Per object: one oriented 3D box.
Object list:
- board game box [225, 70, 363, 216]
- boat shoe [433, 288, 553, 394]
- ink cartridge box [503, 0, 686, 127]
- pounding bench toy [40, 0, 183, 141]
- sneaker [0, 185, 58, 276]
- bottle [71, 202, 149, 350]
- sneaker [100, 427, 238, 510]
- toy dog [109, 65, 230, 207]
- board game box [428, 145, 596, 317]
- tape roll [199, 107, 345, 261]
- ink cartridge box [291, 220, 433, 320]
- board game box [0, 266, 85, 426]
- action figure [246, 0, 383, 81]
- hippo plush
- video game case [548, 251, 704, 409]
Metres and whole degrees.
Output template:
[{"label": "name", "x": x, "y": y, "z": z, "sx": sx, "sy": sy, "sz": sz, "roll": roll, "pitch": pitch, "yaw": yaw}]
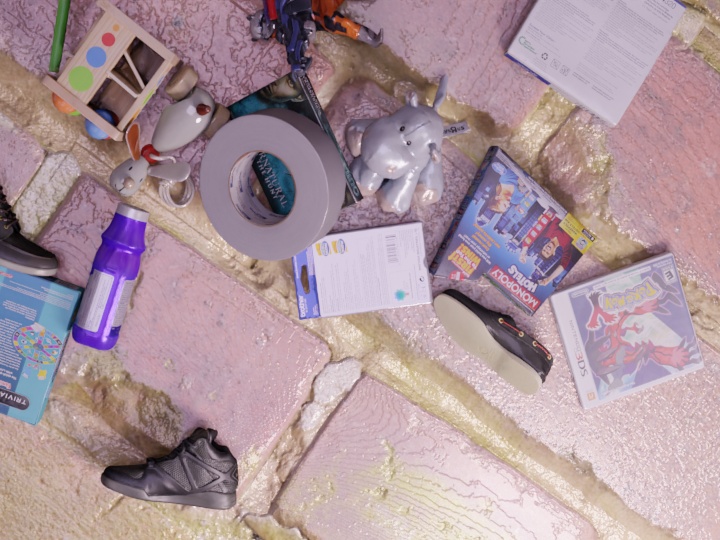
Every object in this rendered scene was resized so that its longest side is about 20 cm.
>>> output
[{"label": "board game box", "x": -0.093, "y": -0.165, "z": 1.554, "sx": 0.134, "sy": 0.028, "sz": 0.203, "roll": -22, "pitch": 98, "yaw": 30}, {"label": "boat shoe", "x": 0.194, "y": 0.095, "z": 1.621, "sx": 0.200, "sy": 0.074, "sz": 0.063, "roll": 39, "pitch": 55, "yaw": 2}, {"label": "ink cartridge box", "x": 0.339, "y": -0.346, "z": 1.599, "sx": 0.195, "sy": 0.043, "sz": 0.202, "roll": 33, "pitch": 90, "yaw": -6}, {"label": "pounding bench toy", "x": -0.369, "y": -0.287, "z": 1.502, "sx": 0.199, "sy": 0.124, "sz": 0.157, "roll": 38, "pitch": 92, "yaw": -7}, {"label": "sneaker", "x": -0.499, "y": -0.073, "z": 1.534, "sx": 0.198, "sy": 0.075, "sz": 0.108, "roll": 26, "pitch": 96, "yaw": -6}, {"label": "bottle", "x": -0.347, "y": 0.008, "z": 1.552, "sx": 0.064, "sy": 0.084, "sz": 0.203, "roll": 18, "pitch": 95, "yaw": -6}, {"label": "sneaker", "x": -0.270, "y": 0.275, "z": 1.590, "sx": 0.196, "sy": 0.076, "sz": 0.117, "roll": 7, "pitch": 93, "yaw": -9}, {"label": "toy dog", "x": -0.258, "y": -0.179, "z": 1.516, "sx": 0.130, "sy": 0.096, "sz": 0.203, "roll": 20, "pitch": 98, "yaw": -22}, {"label": "board game box", "x": 0.202, "y": -0.038, "z": 1.606, "sx": 0.200, "sy": 0.062, "sz": 0.200, "roll": 41, "pitch": 92, "yaw": -7}, {"label": "tape roll", "x": -0.122, "y": -0.119, "z": 1.524, "sx": 0.197, "sy": 0.066, "sz": 0.204, "roll": 7, "pitch": 108, "yaw": 20}, {"label": "ink cartridge box", "x": 0.000, "y": 0.000, "z": 1.604, "sx": 0.196, "sy": 0.042, "sz": 0.122, "roll": -8, "pitch": 96, "yaw": -6}, {"label": "board game box", "x": -0.495, "y": 0.097, "z": 1.566, "sx": 0.149, "sy": 0.047, "sz": 0.203, "roll": 20, "pitch": 94, "yaw": -7}, {"label": "action figure", "x": -0.063, "y": -0.331, "z": 1.535, "sx": 0.190, "sy": 0.105, "sz": 0.203, "roll": 0, "pitch": 66, "yaw": 1}, {"label": "hippo plush", "x": 0.074, "y": -0.163, "z": 1.533, "sx": 0.197, "sy": 0.161, "sz": 0.161, "roll": -25, "pitch": 97, "yaw": -2}, {"label": "video game case", "x": 0.398, "y": 0.090, "z": 1.655, "sx": 0.197, "sy": 0.023, "sz": 0.185, "roll": -19, "pitch": 97, "yaw": -3}]
